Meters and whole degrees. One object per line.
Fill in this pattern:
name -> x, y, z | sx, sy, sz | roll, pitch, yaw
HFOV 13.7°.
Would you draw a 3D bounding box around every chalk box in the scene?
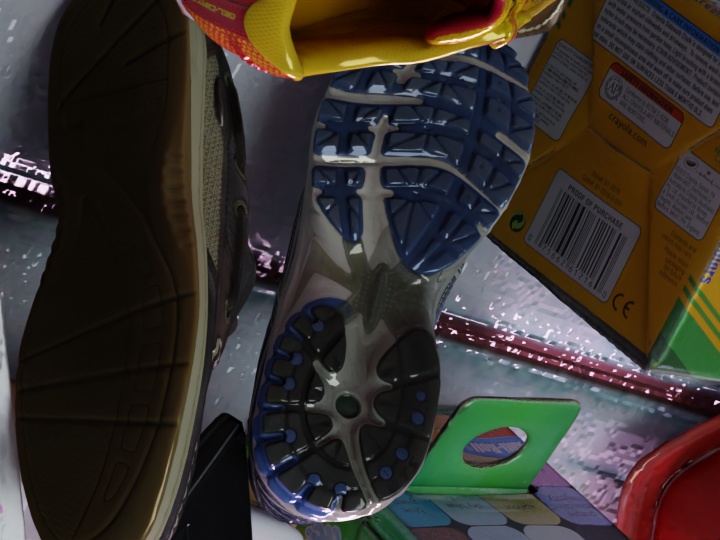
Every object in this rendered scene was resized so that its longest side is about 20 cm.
chalk box -> 0.166, -0.032, 1.151 | 0.200, 0.125, 0.124 | 9, 114, -43
chalk box -> 0.020, 0.129, 1.150 | 0.124, 0.124, 0.201 | 4, 115, -39

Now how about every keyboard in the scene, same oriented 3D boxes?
keyboard -> -0.065, 0.159, 1.021 | 0.127, 0.021, 0.201 | -54, 148, -51

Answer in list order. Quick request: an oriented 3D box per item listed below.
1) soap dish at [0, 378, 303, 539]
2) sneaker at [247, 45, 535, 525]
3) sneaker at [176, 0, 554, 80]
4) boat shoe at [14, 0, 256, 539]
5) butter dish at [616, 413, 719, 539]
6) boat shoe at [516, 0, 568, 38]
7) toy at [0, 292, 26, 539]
soap dish -> -0.128, 0.133, 1.063 | 0.157, 0.081, 0.200 | 24, 102, -46
sneaker -> 0.000, 0.000, 1.059 | 0.085, 0.077, 0.201 | 128, -16, -65
sneaker -> 0.041, -0.095, 0.893 | 0.199, 0.077, 0.073 | -22, 130, -27
boat shoe -> -0.064, 0.002, 0.971 | 0.065, 0.073, 0.201 | 27, 63, -53
butter dish -> 0.220, 0.150, 1.304 | 0.199, 0.148, 0.200 | -22, 130, -24
boat shoe -> 0.064, -0.166, 1.010 | 0.075, 0.074, 0.201 | -16, 128, -29
toy -> -0.173, 0.019, 0.953 | 0.115, 0.047, 0.201 | -8, 102, -14
